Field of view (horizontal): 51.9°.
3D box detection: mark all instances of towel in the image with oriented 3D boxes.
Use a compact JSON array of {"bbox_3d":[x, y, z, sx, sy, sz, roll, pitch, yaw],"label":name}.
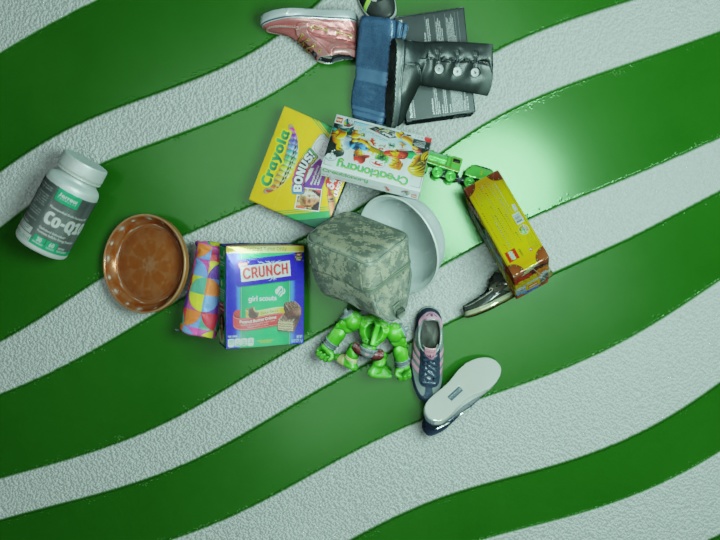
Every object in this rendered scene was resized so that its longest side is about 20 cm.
[{"bbox_3d":[0.033,-0.393,1.454,0.111,0.048,0.204,26,119,42],"label":"towel"}]

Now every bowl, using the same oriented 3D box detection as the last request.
[{"bbox_3d":[0.098,-0.067,1.473,0.199,0.090,0.204,23,128,33],"label":"bowl"}]

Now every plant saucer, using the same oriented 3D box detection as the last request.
[{"bbox_3d":[-0.440,-0.014,1.526,0.196,0.032,0.205,0,91,18],"label":"plant saucer"}]

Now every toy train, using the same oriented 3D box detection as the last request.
[{"bbox_3d":[0.177,-0.207,1.505,0.196,0.042,0.057,18,85,1],"label":"toy train"}]

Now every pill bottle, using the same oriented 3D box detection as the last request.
[{"bbox_3d":[-0.604,-0.135,1.502,0.112,0.113,0.202,30,95,0],"label":"pill bottle"}]

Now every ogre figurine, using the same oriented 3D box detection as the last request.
[{"bbox_3d":[0.020,0.150,1.510,0.197,0.098,0.122,22,107,12],"label":"ogre figurine"}]

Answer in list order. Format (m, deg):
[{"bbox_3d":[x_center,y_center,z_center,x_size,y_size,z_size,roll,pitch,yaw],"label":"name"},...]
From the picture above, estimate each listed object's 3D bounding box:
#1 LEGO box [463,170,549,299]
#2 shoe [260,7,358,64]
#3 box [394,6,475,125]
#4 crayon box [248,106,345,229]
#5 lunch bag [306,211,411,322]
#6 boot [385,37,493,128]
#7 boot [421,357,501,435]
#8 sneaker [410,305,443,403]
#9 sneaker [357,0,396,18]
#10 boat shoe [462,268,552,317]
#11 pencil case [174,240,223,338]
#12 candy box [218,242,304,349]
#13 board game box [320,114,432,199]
[{"bbox_3d":[0.282,-0.067,1.422,0.076,0.149,0.202,-27,68,4],"label":"LEGO box"},{"bbox_3d":[-0.102,-0.466,1.477,0.196,0.071,0.093,-1,89,-2],"label":"shoe"},{"bbox_3d":[0.146,-0.403,1.471,0.138,0.079,0.204,-7,95,0],"label":"box"},{"bbox_3d":[-0.110,-0.203,1.505,0.170,0.058,0.203,22,95,0],"label":"crayon box"},{"bbox_3d":[0.000,0.000,1.437,0.198,0.139,0.170,22,132,38],"label":"lunch bag"},{"bbox_3d":[0.151,-0.351,1.405,0.196,0.066,0.168,-1,112,-15],"label":"boot"},{"bbox_3d":[0.204,0.260,1.530,0.198,0.091,0.073,-31,64,-20],"label":"boot"},{"bbox_3d":[0.137,0.179,1.513,0.069,0.082,0.205,-3,95,1],"label":"sneaker"},{"bbox_3d":[0.012,-0.586,1.459,0.071,0.083,0.203,-23,93,4],"label":"sneaker"},{"bbox_3d":[0.291,0.029,1.507,0.198,0.072,0.067,-28,83,4],"label":"boat shoe"},{"bbox_3d":[-0.319,0.040,1.521,0.087,0.088,0.204,13,94,1],"label":"pencil case"},{"bbox_3d":[-0.199,0.047,1.489,0.166,0.077,0.205,-2,95,-25],"label":"candy box"},{"bbox_3d":[0.031,-0.220,1.429,0.196,0.035,0.128,14,64,1],"label":"board game box"}]
